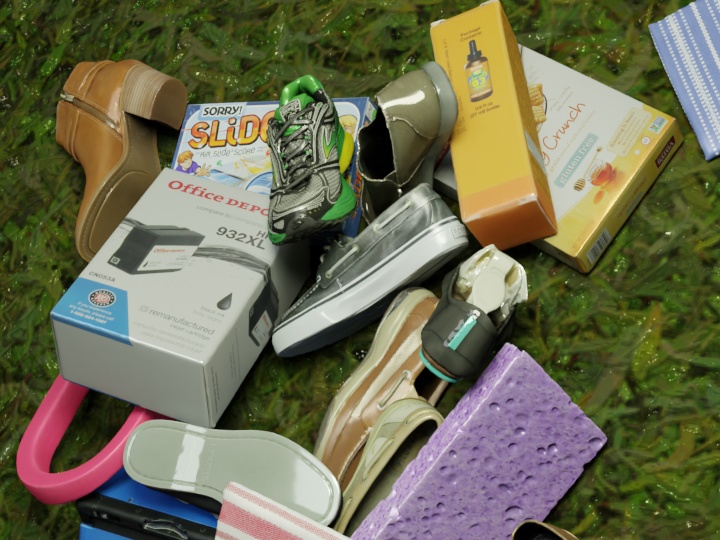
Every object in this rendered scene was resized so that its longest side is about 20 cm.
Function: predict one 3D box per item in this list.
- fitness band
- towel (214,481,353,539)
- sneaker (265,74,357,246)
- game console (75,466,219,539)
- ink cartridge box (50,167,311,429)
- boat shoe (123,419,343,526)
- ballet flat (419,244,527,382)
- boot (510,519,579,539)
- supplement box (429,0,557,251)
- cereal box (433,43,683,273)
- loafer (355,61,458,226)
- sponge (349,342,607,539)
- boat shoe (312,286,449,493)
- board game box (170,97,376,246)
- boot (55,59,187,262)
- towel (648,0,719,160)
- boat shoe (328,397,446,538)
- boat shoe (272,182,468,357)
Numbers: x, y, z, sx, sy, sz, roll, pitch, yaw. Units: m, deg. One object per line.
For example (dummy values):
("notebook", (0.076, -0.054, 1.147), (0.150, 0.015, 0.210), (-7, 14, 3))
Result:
("fitness band", (-0.219, 0.119, 1.266), (0.142, 0.038, 0.201), (-9, 40, 35))
("towel", (-0.052, 0.268, 1.080), (0.145, 0.030, 0.202), (20, 113, 30))
("sneaker", (-0.052, -0.091, 1.209), (0.077, 0.086, 0.201), (-19, 32, 11))
("game console", (-0.132, 0.235, 1.213), (0.198, 0.119, 0.171), (10, 39, 29))
("ink cartridge box", (-0.146, 0.018, 1.228), (0.143, 0.084, 0.201), (16, 46, 16))
("boat shoe", (-0.092, 0.162, 1.141), (0.198, 0.060, 0.076), (16, 78, 30))
("ballet flat", (0.095, 0.025, 1.115), (0.068, 0.200, 0.069), (33, 111, -1))
("boot", (0.177, 0.249, 1.017), (0.074, 0.076, 0.200), (-47, 56, -5))
("supplement box", (0.108, -0.120, 1.197), (0.066, 0.069, 0.202), (-18, 61, 19))
("cereal box", (0.151, -0.103, 1.230), (0.199, 0.040, 0.145), (32, 82, 35))
("loafer", (0.023, -0.097, 1.203), (0.069, 0.201, 0.076), (-15, 61, -20))
("sponge", (0.086, 0.166, 1.083), (0.201, 0.111, 0.030), (-50, 26, -5))
("boat shoe", (0.028, 0.109, 1.164), (0.073, 0.076, 0.202), (20, 76, 30))
("board game box", (-0.086, -0.090, 1.345), (0.198, 0.034, 0.137), (0, 65, 27))
("boot", (-0.257, -0.112, 1.430), (0.154, 0.074, 0.202), (17, 78, 42))
("towel", (0.350, -0.190, 1.191), (0.198, 0.024, 0.146), (-26, 59, 15))
("boat shoe", (0.013, 0.196, 1.104), (0.073, 0.063, 0.203), (25, 89, -8))
("boat shoe", (0.000, 0.000, 1.216), (0.199, 0.072, 0.071), (-34, 74, 20))
